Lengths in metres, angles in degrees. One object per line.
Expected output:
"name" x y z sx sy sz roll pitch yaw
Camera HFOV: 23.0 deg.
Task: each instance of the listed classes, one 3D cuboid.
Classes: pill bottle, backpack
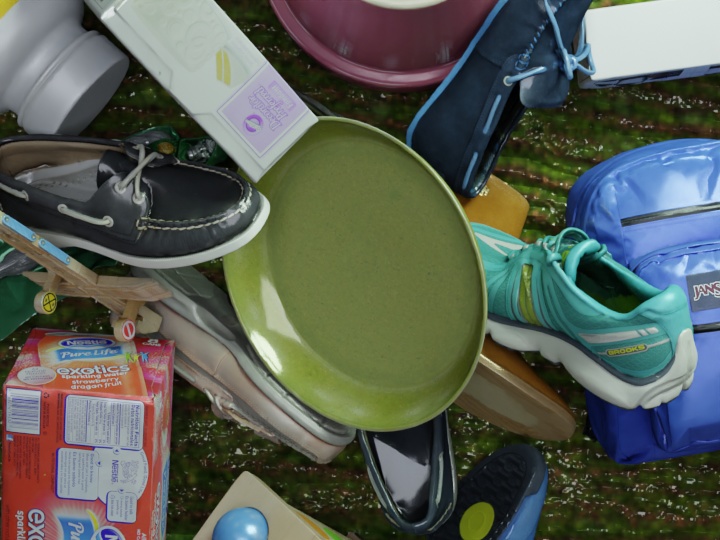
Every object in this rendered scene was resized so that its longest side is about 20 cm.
"pill bottle" -0.254 -0.173 1.168 0.200 0.111 0.111 41 92 1
"backpack" 0.223 0.014 1.141 0.161 0.168 0.201 -9 90 -6

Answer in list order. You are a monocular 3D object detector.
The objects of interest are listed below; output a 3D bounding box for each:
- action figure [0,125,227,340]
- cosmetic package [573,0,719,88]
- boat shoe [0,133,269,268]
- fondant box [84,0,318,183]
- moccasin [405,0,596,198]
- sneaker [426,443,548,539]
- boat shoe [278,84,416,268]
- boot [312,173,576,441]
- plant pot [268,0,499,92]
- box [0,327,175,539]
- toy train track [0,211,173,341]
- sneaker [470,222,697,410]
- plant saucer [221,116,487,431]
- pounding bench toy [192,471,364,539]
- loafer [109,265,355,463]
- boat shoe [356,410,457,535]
"action figure" -0.182 -0.046 1.201 0.199 0.055 0.119 -25 78 -3
"cosmetic package" 0.245 -0.158 1.175 0.198 0.083 0.051 -7 94 2
"boat shoe" -0.150 -0.051 1.102 0.199 0.061 0.074 9 49 31
"fondant box" -0.119 -0.152 1.088 0.058 0.200 0.144 -42 123 1
"moccasin" 0.109 -0.129 1.125 0.068 0.080 0.200 50 130 17
"sneaker" 0.082 0.216 1.209 0.078 0.066 0.201 32 81 -35
"boat shoe" -0.025 -0.065 1.142 0.072 0.066 0.201 -47 52 -4
"boot" 0.081 0.009 1.159 0.200 0.071 0.144 31 60 12
"plant pot" 0.028 -0.220 1.129 0.198 0.179 0.202 0 91 1
"box" -0.179 0.148 1.161 0.099 0.096 0.201 5 111 1
"toy train track" -0.195 0.004 1.100 0.114 0.200 0.033 3 67 35
"sneaker" 0.124 0.008 1.065 0.077 0.199 0.080 -29 129 -33
"plant saucer" 0.000 0.000 1.089 0.199 0.031 0.201 15 116 32
"pounding bench toy" -0.064 0.259 1.133 0.200 0.156 0.124 -54 46 0
"loafer" -0.089 0.067 1.189 0.200 0.072 0.063 41 110 19
"boat shoe" 0.021 0.079 1.192 0.074 0.062 0.202 -7 84 7
